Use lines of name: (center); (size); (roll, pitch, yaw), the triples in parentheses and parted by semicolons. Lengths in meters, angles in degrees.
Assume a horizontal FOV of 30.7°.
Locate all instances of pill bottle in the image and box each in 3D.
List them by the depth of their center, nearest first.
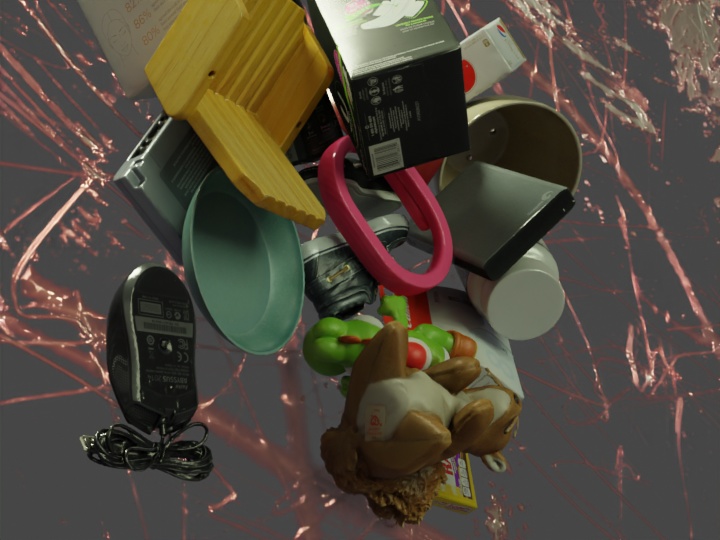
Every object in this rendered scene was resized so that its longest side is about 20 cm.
pill bottle: (0.178, -0.004, 1.609); (0.114, 0.114, 0.200); (39, 16, -24)

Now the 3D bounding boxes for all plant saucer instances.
plant saucer: (-0.125, -0.010, 1.343); (0.200, 0.036, 0.200); (27, 59, -55)

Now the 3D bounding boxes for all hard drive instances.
hard drive: (0.150, -0.062, 1.573); (0.140, 0.200, 0.033); (-42, 118, -12)

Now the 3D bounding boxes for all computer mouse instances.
computer mouse: (-0.200, 0.092, 1.208); (0.138, 0.053, 0.200); (18, 63, -45)

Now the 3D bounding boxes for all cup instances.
cup: (0.175, -0.154, 1.752); (0.200, 0.200, 0.143); (34, 13, -30)

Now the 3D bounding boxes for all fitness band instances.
fitness band: (0.031, -0.066, 1.489); (0.200, 0.037, 0.144); (54, 40, -10)

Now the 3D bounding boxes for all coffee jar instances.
coffee jar: (-0.093, -0.219, 1.496); (0.104, 0.085, 0.200); (-30, 107, -50)

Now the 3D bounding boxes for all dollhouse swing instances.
dollhouse swing: (-0.082, -0.171, 1.317); (0.176, 0.182, 0.200); (37, 7, 27)

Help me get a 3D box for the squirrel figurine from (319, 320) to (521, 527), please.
squirrel figurine: (0.067, 0.168, 1.352); (0.186, 0.200, 0.142); (10, 40, -46)

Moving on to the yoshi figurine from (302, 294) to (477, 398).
yoshi figurine: (0.020, 0.089, 1.419); (0.200, 0.112, 0.113); (16, 38, -33)

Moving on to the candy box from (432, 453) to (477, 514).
candy box: (0.077, 0.173, 1.494); (0.102, 0.026, 0.200); (20, 48, -39)

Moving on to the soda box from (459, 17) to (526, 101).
soda box: (0.114, -0.245, 1.712); (0.068, 0.200, 0.064); (55, 35, -6)

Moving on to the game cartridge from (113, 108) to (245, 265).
game cartridge: (-0.174, -0.101, 1.375); (0.133, 0.040, 0.200); (52, 37, -22)

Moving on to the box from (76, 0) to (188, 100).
box: (-0.214, -0.309, 1.409); (0.106, 0.152, 0.200); (-18, 78, -53)

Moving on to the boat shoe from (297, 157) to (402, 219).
boat shoe: (-0.024, -0.103, 1.554); (0.200, 0.076, 0.060); (11, 55, -60)

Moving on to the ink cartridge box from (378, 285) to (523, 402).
ink cartridge box: (0.104, 0.064, 1.558); (0.200, 0.047, 0.160); (41, 21, -24)

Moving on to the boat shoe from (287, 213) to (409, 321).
boat shoe: (0.000, 0.000, 1.503); (0.200, 0.071, 0.091); (-21, 78, -47)

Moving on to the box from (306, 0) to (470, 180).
box: (0.029, -0.228, 1.444); (0.149, 0.124, 0.200); (79, -8, -47)

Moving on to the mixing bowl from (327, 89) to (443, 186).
mixing bowl: (0.047, -0.200, 1.621); (0.200, 0.108, 0.200); (44, 15, -15)
